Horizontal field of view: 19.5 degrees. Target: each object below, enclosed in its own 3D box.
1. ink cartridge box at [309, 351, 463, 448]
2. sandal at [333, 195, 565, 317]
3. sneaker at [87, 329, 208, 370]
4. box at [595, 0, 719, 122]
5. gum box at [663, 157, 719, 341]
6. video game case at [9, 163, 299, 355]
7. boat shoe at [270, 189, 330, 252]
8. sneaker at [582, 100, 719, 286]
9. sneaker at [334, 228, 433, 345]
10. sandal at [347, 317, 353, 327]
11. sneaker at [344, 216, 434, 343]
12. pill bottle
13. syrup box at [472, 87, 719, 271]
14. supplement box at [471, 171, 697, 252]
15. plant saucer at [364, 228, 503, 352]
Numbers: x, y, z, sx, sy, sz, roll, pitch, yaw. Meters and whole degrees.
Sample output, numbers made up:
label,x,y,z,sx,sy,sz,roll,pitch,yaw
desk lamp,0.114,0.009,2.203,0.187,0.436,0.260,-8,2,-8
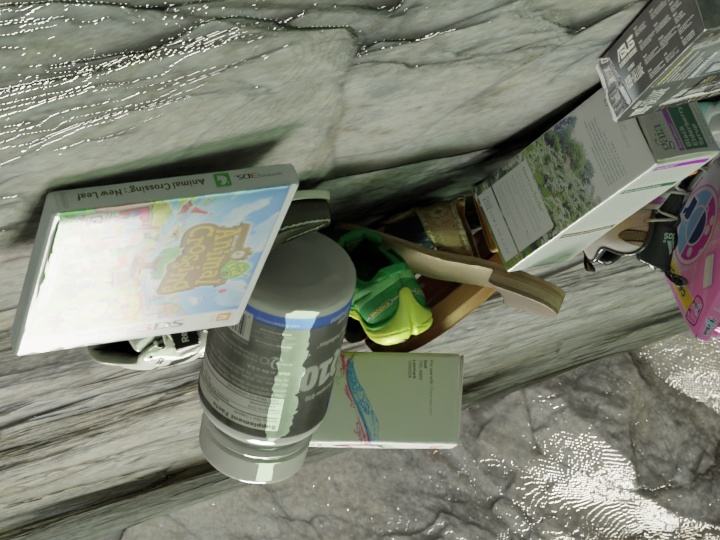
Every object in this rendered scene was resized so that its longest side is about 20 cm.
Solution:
label,x,y,z,sx,sy,sz,roll,pitch,yaw
ink cartridge box,-0.008,0.119,1.909,0.198,0.085,0.145,1,174,0
sandal,0.085,-0.027,1.800,0.210,0.070,0.078,20,168,20
sneaker,-0.157,0.048,1.836,0.199,0.075,0.088,-26,169,36
box,0.269,-0.173,1.473,0.156,0.050,0.200,-15,170,-14
gum box,0.324,-0.026,1.860,0.066,0.201,0.114,16,117,-17
video game case,-0.152,-0.005,1.519,0.180,0.022,0.200,-8,151,-23
boat shoe,-0.113,-0.011,1.632,0.199,0.061,0.072,-17,169,-7
sneaker,0.271,-0.057,1.831,0.199,0.141,0.077,-25,163,36
sneaker,0.000,0.000,1.784,0.074,0.084,0.200,-20,-158,-25
sandal,-0.103,0.057,1.938,0.198,0.046,0.075,-1,173,19
sneaker,0.031,0.005,1.917,0.070,0.083,0.200,-10,167,-30
pill bottle,-0.074,0.072,1.741,0.113,0.114,0.201,-12,133,-30
syrup box,0.187,-0.080,1.689,0.081,0.079,0.200,-10,161,-41
supplement box,0.190,-0.078,1.802,0.066,0.069,0.199,-5,166,-44
plant saucer,0.089,0.015,1.974,0.200,0.032,0.200,-39,-172,7
